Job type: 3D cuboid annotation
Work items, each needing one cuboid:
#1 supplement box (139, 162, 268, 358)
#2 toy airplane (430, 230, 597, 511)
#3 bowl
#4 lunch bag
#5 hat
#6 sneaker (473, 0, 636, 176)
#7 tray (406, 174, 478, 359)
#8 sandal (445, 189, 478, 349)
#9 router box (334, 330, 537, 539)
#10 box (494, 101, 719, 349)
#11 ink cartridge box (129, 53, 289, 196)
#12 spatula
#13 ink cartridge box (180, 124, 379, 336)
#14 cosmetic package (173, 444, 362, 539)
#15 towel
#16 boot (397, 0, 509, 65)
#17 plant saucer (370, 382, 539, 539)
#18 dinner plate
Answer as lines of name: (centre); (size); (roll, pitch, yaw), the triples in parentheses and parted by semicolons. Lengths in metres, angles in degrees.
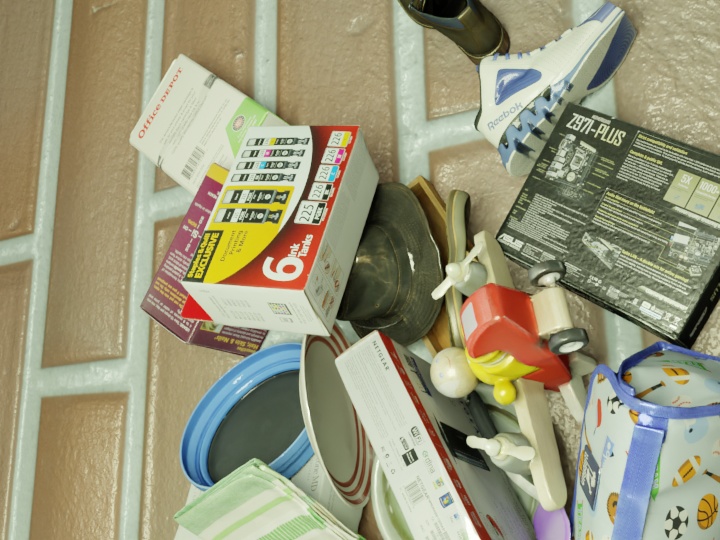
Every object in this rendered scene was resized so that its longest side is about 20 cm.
supplement box: (-0.156, -0.009, 0.949); (0.103, 0.131, 0.201); (29, 92, 33)
toy airplane: (0.132, 0.078, 0.680); (0.140, 0.200, 0.200); (-18, 105, 14)
bowl: (-0.114, 0.170, 0.878); (0.200, 0.039, 0.201); (-25, 33, 18)
lunch bag: (0.237, 0.158, 0.611); (0.123, 0.199, 0.171); (14, 103, 33)
hat: (0.000, 0.000, 0.836); (0.200, 0.080, 0.202); (11, 103, 57)
sneaker: (0.188, -0.212, 0.825); (0.115, 0.080, 0.200); (45, 104, 28)
tray: (0.084, 0.001, 0.860); (0.098, 0.037, 0.201); (-39, 61, 17)
sandal: (0.114, 0.012, 0.784); (0.054, 0.080, 0.202); (0, 72, 8)
router box: (0.073, 0.167, 0.677); (0.049, 0.179, 0.201); (-35, 58, 12)
box: (0.256, -0.045, 0.739); (0.199, 0.086, 0.165); (30, 94, 32)
ink cartridge box: (-0.201, -0.180, 1.045); (0.200, 0.084, 0.146); (37, 97, 32)
spatula: (0.139, 0.179, 0.698); (0.200, 0.020, 0.057); (-120, 37, -49)
ink cartridge box: (-0.094, -0.046, 0.779); (0.174, 0.084, 0.201); (3, 57, 21)
cosmetic package: (-0.099, 0.266, 0.853); (0.199, 0.081, 0.113); (-22, 37, 25)
towel: (-0.071, 0.277, 0.765); (0.152, 0.200, 0.023); (-40, 16, 33)
boot: (0.089, -0.324, 0.901); (0.075, 0.097, 0.200); (-49, 59, 11)
plant saucer: (0.108, 0.215, 0.776); (0.199, 0.050, 0.202); (-12, 64, 25)
dinner plate: (-0.027, 0.143, 0.792); (0.024, 0.200, 0.202); (-16, 70, 14)
